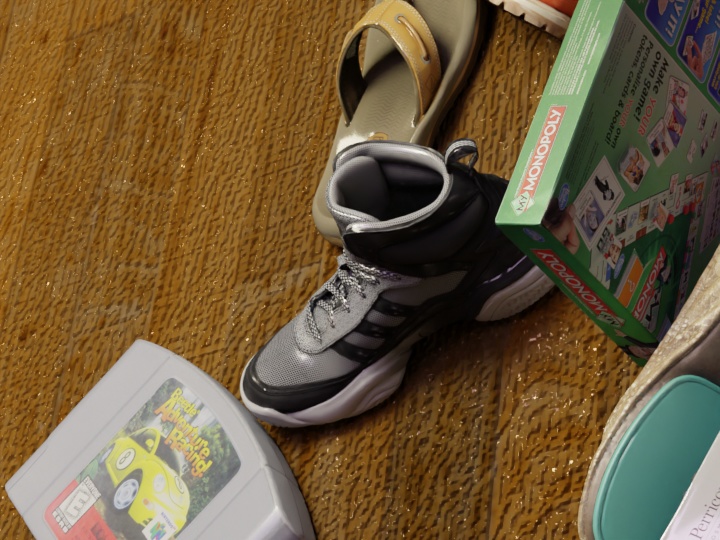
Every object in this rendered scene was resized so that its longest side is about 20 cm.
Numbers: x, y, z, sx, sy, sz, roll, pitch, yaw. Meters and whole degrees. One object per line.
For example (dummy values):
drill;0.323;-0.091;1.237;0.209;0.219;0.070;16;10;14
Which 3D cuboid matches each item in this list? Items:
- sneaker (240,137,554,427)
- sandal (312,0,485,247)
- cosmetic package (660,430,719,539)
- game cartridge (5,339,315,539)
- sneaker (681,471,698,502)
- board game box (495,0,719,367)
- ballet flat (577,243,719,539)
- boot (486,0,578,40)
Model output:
sneaker;0.000;0.000;1.151;0.200;0.114;0.076;-31;43;19
sandal;0.014;-0.108;1.267;0.080;0.054;0.201;-1;59;40
cosmetic package;0.231;0.066;0.902;0.150;0.052;0.200;21;69;28
game cartridge;-0.106;0.123;1.211;0.133;0.041;0.200;-45;41;-2
sneaker;0.144;0.155;0.940;0.200;0.077;0.085;-53;45;-4
board game box;0.141;-0.073;1.070;0.029;0.135;0.201;2;61;41
ballet flat;0.158;0.050;1.029;0.200;0.070;0.065;-53;14;-9
boot;0.087;-0.208;1.249;0.107;0.075;0.200;-51;38;21
